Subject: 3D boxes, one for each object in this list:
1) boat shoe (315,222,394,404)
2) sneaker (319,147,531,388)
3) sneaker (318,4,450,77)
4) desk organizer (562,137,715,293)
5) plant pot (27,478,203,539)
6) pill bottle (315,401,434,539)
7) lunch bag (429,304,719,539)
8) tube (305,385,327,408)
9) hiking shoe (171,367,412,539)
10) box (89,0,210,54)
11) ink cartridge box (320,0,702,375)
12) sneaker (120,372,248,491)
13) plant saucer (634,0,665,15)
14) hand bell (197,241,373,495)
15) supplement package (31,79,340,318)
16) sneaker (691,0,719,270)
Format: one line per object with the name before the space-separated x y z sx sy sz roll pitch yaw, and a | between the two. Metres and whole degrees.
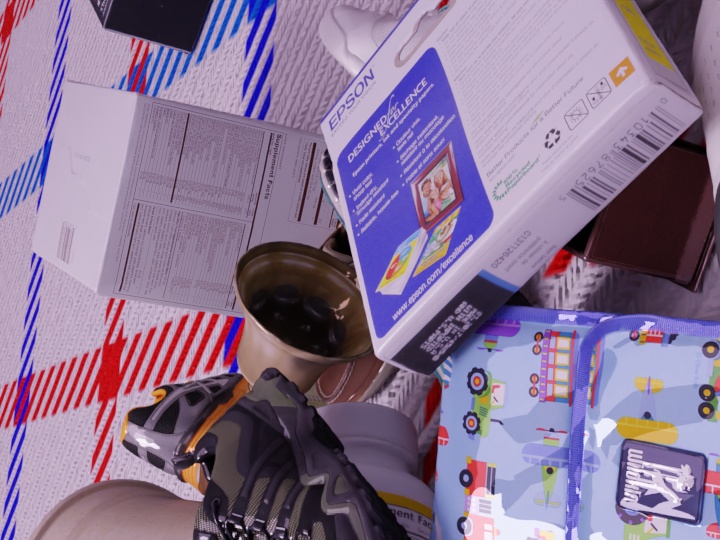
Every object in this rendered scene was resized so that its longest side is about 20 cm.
boat shoe | 0.000 0.000 0.880 0.076 0.071 0.201 37 112 58
sneaker | 0.030 0.003 0.787 0.201 0.077 0.080 58 144 21
sneaker | 0.043 -0.153 0.874 0.089 0.075 0.200 -56 41 14
desk organizer | 0.109 -0.059 0.705 0.200 0.077 0.072 36 112 58
plant pot | -0.125 0.247 0.924 0.183 0.200 0.202 -16 66 46
pill bottle | -0.003 0.188 0.776 0.111 0.111 0.201 -44 35 45
lunch bag | 0.135 0.097 0.615 0.199 0.094 0.152 2 87 50
tube | -0.030 0.161 0.885 0.058 0.052 0.201 64 -170 -58
hiking shoe | -0.038 0.144 0.706 0.101 0.076 0.200 -39 37 -3
box | -0.214 -0.365 1.339 0.201 0.104 0.182 -66 31 22
ink cartridge box | 0.063 -0.080 0.663 0.198 0.047 0.201 -48 34 29
sneaker | -0.133 0.116 1.010 0.200 0.077 0.079 -27 -45 -86
plant saucer | 0.166 -0.222 0.680 0.200 0.050 0.201 -37 46 51
hand bell | -0.071 0.088 0.852 0.201 0.104 0.104 -60 35 35
supplement package | -0.126 -0.053 0.988 0.191 0.199 0.148 22 100 61
sneaker | 0.193 -0.073 0.588 0.080 0.073 0.201 148 132 -71
